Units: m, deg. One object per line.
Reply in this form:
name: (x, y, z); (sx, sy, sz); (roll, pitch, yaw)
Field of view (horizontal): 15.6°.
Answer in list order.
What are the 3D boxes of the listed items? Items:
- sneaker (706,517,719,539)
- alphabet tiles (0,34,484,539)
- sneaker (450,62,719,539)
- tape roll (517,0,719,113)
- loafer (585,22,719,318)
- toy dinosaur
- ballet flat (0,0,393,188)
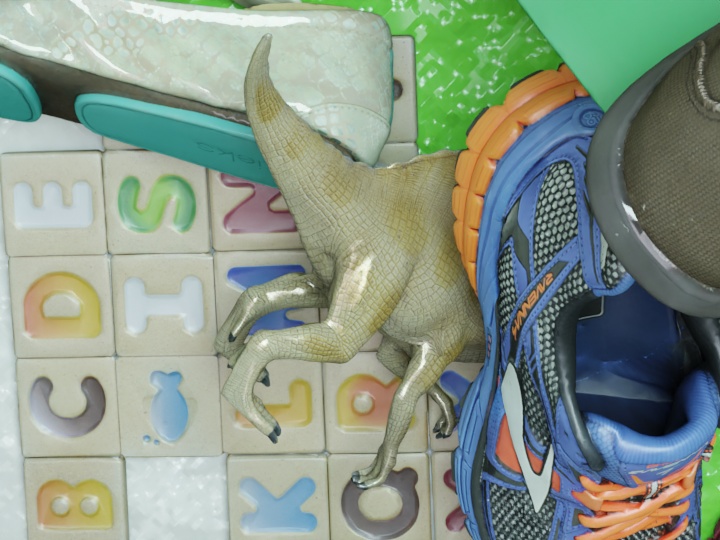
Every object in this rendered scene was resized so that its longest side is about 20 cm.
sneaker: (0.160, 0.081, 0.794); (0.074, 0.081, 0.201); (34, 104, -6)
alphabet tiles: (-0.028, 0.026, 0.833); (0.166, 0.008, 0.202); (-1, 104, 5)
sneaker: (0.069, 0.043, 0.750); (0.075, 0.079, 0.201); (-21, 128, -12)
tape roll: (0.100, -0.051, 0.703); (0.048, 0.201, 0.201); (-40, 98, 11)
loafer: (0.138, -0.062, 0.578); (0.200, 0.071, 0.073); (-44, 97, -22)
toy dinosaur: (0.000, 0.000, 0.775); (0.101, 0.058, 0.200); (-46, 130, 8)
ballet flat: (-0.086, -0.073, 0.788); (0.198, 0.067, 0.063); (15, 74, -2)
